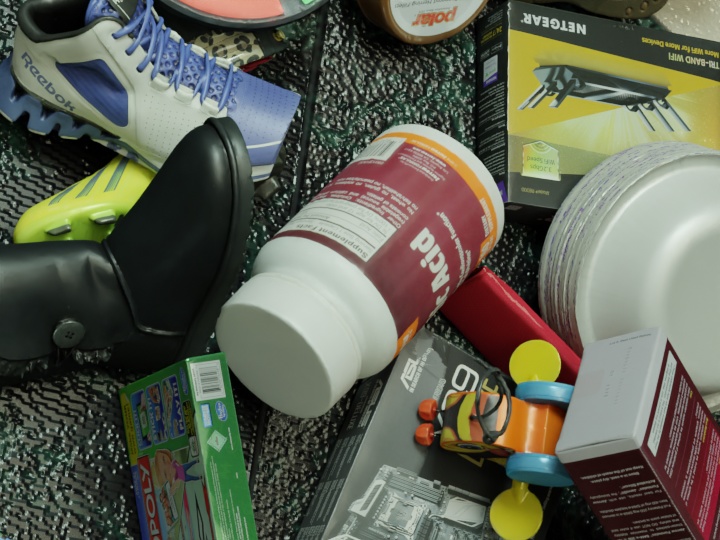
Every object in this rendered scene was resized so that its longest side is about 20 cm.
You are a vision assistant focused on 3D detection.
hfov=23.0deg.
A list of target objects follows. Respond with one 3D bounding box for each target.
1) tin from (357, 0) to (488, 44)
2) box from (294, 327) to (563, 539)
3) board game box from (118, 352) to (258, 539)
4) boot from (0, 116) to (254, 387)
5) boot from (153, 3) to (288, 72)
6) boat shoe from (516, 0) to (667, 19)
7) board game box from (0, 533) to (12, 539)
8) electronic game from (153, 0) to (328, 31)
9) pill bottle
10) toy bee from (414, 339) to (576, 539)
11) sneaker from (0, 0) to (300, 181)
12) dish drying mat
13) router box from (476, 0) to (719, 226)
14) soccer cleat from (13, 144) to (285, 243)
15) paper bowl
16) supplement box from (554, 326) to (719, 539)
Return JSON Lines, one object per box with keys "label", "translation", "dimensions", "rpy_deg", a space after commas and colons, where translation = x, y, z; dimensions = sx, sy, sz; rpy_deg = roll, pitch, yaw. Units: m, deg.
{"label": "tin", "translation": [0.057, -0.255, 1.259], "dimensions": [0.112, 0.042, 0.200], "rpy_deg": [-10, 127, -30]}
{"label": "box", "translation": [0.053, 0.159, 1.229], "dimensions": [0.158, 0.050, 0.200], "rpy_deg": [32, 67, -18]}
{"label": "board game box", "translation": [-0.103, 0.161, 1.105], "dimensions": [0.029, 0.135, 0.200], "rpy_deg": [-6, 81, -28]}
{"label": "boot", "translation": [-0.165, -0.005, 1.092], "dimensions": [0.168, 0.200, 0.076], "rpy_deg": [-3, 43, -29]}
{"label": "boot", "translation": [-0.083, -0.221, 1.234], "dimensions": [0.204, 0.073, 0.154], "rpy_deg": [-28, 91, -20]}
{"label": "boat shoe", "translation": [0.143, -0.249, 1.364], "dimensions": [0.200, 0.072, 0.068], "rpy_deg": [12, 40, -15]}
{"label": "board game box", "translation": [-0.180, 0.212, 1.046], "dimensions": [0.200, 0.151, 0.037], "rpy_deg": [36, 64, -15]}
{"label": "electronic game", "translation": [-0.084, -0.257, 1.178], "dimensions": [0.200, 0.042, 0.200], "rpy_deg": [3, 83, -21]}
{"label": "pill bottle", "translation": [0.000, 0.000, 1.189], "dimensions": [0.114, 0.114, 0.200], "rpy_deg": [50, 54, -8]}
{"label": "toy bee", "translation": [0.098, 0.101, 1.192], "dimensions": [0.200, 0.109, 0.131], "rpy_deg": [51, 50, -36]}
{"label": "sneaker", "translation": [-0.137, -0.129, 1.127], "dimensions": [0.199, 0.115, 0.081], "rpy_deg": [14, 51, -1]}
{"label": "dish drying mat", "translation": [0.138, 0.076, 1.276], "dimensions": [0.200, 0.077, 0.018], "rpy_deg": [45, 59, -11]}
{"label": "router box", "translation": [0.185, -0.110, 1.354], "dimensions": [0.200, 0.052, 0.157], "rpy_deg": [6, 77, -25]}
{"label": "soccer cleat", "translation": [-0.146, -0.059, 1.186], "dimensions": [0.200, 0.065, 0.084], "rpy_deg": [-23, 60, -24]}
{"label": "paper bowl", "translation": [0.238, 0.011, 1.289], "dimensions": [0.201, 0.104, 0.201], "rpy_deg": [-6, 105, -23]}
{"label": "supplement box", "translation": [0.208, 0.148, 1.179], "dimensions": [0.200, 0.061, 0.109], "rpy_deg": [56, 36, -26]}
